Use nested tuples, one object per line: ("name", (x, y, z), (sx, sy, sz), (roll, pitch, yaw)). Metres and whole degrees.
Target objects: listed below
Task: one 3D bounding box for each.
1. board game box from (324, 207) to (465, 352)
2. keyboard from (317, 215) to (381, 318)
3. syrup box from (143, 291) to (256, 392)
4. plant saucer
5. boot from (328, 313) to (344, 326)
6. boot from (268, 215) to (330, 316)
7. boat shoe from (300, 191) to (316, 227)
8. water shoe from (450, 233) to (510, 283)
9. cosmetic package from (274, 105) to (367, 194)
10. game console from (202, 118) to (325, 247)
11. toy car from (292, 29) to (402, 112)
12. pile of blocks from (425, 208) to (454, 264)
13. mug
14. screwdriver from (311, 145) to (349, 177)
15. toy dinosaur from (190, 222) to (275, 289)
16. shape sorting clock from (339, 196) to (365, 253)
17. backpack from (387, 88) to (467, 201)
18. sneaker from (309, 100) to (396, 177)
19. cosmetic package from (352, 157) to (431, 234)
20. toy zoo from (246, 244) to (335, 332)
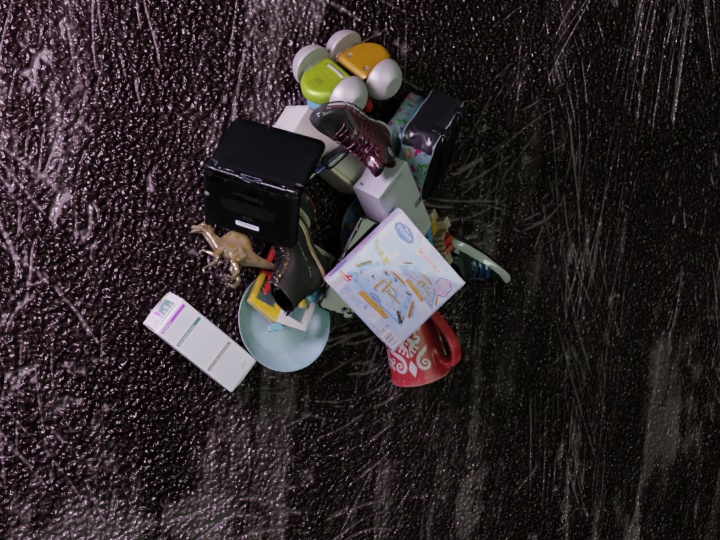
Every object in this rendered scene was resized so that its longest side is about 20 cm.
("board game box", (0.067, 0.019, 1.615), (0.199, 0.041, 0.200), (-43, 107, 0))
("keyboard", (0.000, 0.000, 1.642), (0.104, 0.040, 0.201), (27, 95, -11))
("syrup box", (-0.299, 0.134, 1.559), (0.200, 0.079, 0.082), (46, 74, -28))
("plant saucer", (-0.155, 0.100, 1.651), (0.200, 0.039, 0.203), (6, 79, -30))
("boot", (0.042, 0.066, 1.694), (0.173, 0.069, 0.201), (32, 106, 7))
("boot", (-0.148, -0.028, 1.567), (0.201, 0.077, 0.138), (53, 43, -10))
("boat shoe", (-0.163, -0.161, 1.615), (0.202, 0.073, 0.063), (50, 33, -16))
("water shoe", (0.255, -0.011, 1.903), (0.199, 0.072, 0.079), (32, 102, -28))
("cosmetic package", (-0.070, -0.234, 1.635), (0.200, 0.103, 0.073), (35, 81, -30))
("game console", (-0.178, -0.162, 1.540), (0.116, 0.199, 0.177), (-46, 148, -53))
("toy car", (-0.029, -0.359, 1.628), (0.199, 0.175, 0.151), (-32, 151, -27))
("pile of blocks", (0.169, -0.038, 1.803), (0.082, 0.062, 0.202), (6, 77, -54))
("mug", (0.127, 0.126, 1.782), (0.133, 0.176, 0.202), (-45, 122, -67))
("screwdriver", (-0.098, -0.174, 1.560), (0.200, 0.028, 0.029), (-38, 146, -14))
("toy dinosaur", (-0.229, -0.022, 1.558), (0.199, 0.058, 0.102), (27, 66, -16))
("shape sorting clock", (0.041, -0.075, 1.765), (0.199, 0.039, 0.202), (-5, 100, -31))
("backpack", (0.124, -0.251, 1.710), (0.178, 0.150, 0.201), (-57, 160, -33))
("sneaker", (0.000, -0.235, 1.531), (0.199, 0.076, 0.116), (9, 51, -44))
("cosmetic package", (0.067, -0.128, 1.668), (0.102, 0.074, 0.200), (-52, 145, -17))
("toy zoo", (-0.139, 0.030, 1.638), (0.131, 0.020, 0.201), (32, 66, -21))
